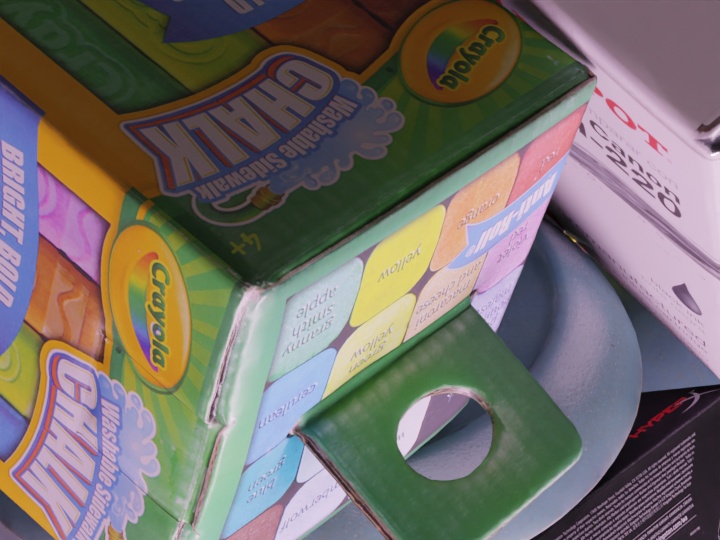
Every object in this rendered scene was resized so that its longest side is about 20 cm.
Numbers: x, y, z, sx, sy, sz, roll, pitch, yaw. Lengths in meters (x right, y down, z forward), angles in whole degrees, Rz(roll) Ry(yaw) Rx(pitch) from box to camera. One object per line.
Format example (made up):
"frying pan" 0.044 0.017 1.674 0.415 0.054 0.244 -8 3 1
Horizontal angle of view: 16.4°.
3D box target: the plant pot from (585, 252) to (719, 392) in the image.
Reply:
"plant pot" 0.171 0.046 1.039 0.188 0.200 0.200 -45 165 30

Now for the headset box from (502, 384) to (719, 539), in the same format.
"headset box" 0.009 0.101 0.764 0.199 0.075 0.148 -8 -166 42

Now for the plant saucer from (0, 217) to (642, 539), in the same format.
"plant saucer" -0.019 0.020 0.715 0.200 0.200 0.028 -36 136 -36

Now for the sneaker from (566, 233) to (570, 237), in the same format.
"sneaker" 0.094 -0.047 0.984 0.074 0.085 0.200 -26 148 -48

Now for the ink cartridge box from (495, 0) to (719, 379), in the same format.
"ink cartridge box" 0.077 -0.067 0.677 0.085 0.146 0.200 -43 159 -7

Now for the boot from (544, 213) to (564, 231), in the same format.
"boot" 0.110 -0.078 0.890 0.157 0.080 0.212 -8 138 -26

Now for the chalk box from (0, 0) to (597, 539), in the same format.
"chalk box" -0.034 -0.012 0.602 0.125 0.200 0.124 -35 154 -40

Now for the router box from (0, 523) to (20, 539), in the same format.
"router box" -0.115 0.084 0.796 0.200 0.062 0.150 -37 154 -34
